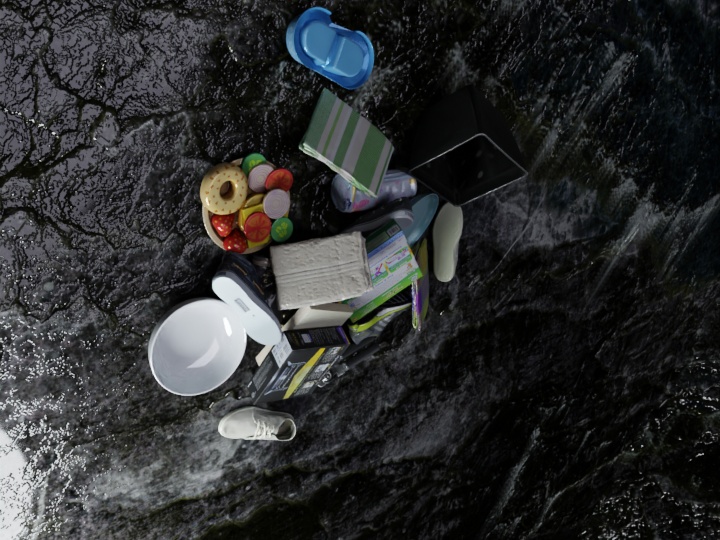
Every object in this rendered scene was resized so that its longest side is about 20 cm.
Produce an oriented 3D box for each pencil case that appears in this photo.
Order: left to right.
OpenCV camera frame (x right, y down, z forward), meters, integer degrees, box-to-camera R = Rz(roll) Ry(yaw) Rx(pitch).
[{"bbox_3d":[0.031,-0.182,1.411,0.198,0.083,0.091,-10,139,-37],"label":"pencil case"}]

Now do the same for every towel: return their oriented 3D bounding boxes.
[{"bbox_3d":[-0.078,-0.001,1.283,0.197,0.034,0.134,-10,83,-3],"label":"towel"},{"bbox_3d":[-0.022,-0.258,1.318,0.199,0.023,0.154,32,64,-26],"label":"towel"},{"bbox_3d":[0.147,0.028,1.587,0.144,0.022,0.202,-60,148,-59],"label":"towel"}]

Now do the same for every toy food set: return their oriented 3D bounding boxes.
[{"bbox_3d":[-0.216,-0.128,1.256,0.197,0.048,0.202,-23,120,-31],"label":"toy food set"}]

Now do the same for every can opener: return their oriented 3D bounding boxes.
[{"bbox_3d":[-0.044,0.219,1.545,0.199,0.067,0.054,-27,84,-34],"label":"can opener"}]

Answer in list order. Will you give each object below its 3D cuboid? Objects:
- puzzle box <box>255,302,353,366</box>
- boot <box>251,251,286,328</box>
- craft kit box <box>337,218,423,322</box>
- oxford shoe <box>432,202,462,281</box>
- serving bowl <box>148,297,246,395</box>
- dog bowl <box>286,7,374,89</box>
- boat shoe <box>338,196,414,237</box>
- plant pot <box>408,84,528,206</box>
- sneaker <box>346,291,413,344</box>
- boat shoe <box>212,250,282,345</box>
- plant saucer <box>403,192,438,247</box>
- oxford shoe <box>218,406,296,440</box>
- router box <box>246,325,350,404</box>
[{"bbox_3d":[-0.122,0.140,1.382,0.132,0.026,0.200,9,133,-49],"label":"puzzle box"},{"bbox_3d":[-0.156,0.047,1.360,0.198,0.073,0.152,10,100,-38],"label":"boot"},{"bbox_3d":[0.027,0.007,1.394,0.199,0.049,0.198,-34,143,-2],"label":"craft kit box"},{"bbox_3d":[0.219,-0.074,1.621,0.058,0.074,0.203,-31,126,-73],"label":"oxford shoe"},{"bbox_3d":[-0.328,0.142,1.263,0.199,0.066,0.202,-16,117,-34],"label":"serving bowl"},{"bbox_3d":[-0.062,-0.436,1.258,0.199,0.049,0.113,16,97,-41],"label":"dog bowl"},{"bbox_3d":[0.033,-0.104,1.400,0.068,0.198,0.057,29,52,-46],"label":"boat shoe"},{"bbox_3d":[0.236,-0.291,1.451,0.199,0.199,0.179,26,52,-42],"label":"plant pot"},{"bbox_3d":[0.046,0.111,1.563,0.198,0.074,0.082,-23,135,-27],"label":"sneaker"},{"bbox_3d":[-0.213,0.054,1.267,0.070,0.091,0.201,-20,124,19],"label":"boat shoe"},{"bbox_3d":[0.108,-0.103,1.492,0.200,0.027,0.201,-43,161,-19],"label":"plant saucer"},{"bbox_3d":[-0.224,0.351,1.438,0.199,0.058,0.076,14,101,-40],"label":"oxford shoe"},{"bbox_3d":[-0.136,0.205,1.387,0.156,0.052,0.201,-1,139,-42],"label":"router box"}]
